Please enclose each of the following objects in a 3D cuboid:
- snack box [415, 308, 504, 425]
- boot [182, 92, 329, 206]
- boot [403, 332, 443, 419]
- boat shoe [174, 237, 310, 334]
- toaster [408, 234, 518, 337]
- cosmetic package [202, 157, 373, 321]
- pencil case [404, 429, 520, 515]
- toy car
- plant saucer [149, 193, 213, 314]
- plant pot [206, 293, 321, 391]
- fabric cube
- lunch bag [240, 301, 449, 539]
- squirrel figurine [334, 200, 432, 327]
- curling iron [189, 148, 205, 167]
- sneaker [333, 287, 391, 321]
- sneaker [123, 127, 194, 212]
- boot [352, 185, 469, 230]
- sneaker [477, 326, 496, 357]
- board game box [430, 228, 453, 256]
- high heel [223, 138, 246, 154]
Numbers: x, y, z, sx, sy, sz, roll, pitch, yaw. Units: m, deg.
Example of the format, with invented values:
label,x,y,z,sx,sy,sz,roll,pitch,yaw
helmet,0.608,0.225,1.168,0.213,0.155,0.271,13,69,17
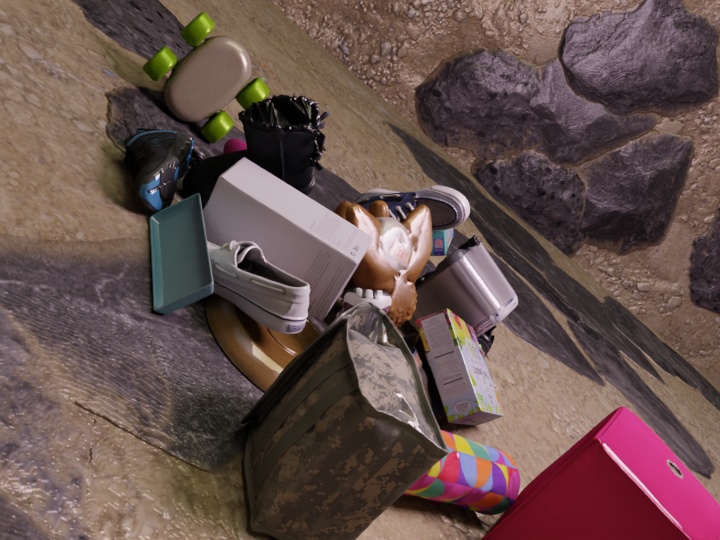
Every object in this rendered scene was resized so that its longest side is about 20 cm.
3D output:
label,x,y,z,sx,sy,sz,roll,pitch,yaw
snack box,0.142,0.141,1.189,0.200,0.053,0.143,31,41,-69
boot,-0.141,-0.157,1.128,0.197,0.163,0.074,-4,63,-9
boot,0.069,0.148,1.174,0.200,0.074,0.097,-53,119,-81
boat shoe,-0.133,-0.002,0.973,0.199,0.066,0.073,28,23,24
toaster,0.158,0.041,1.350,0.129,0.200,0.114,52,37,2
cosmetic package,-0.099,-0.040,1.080,0.199,0.108,0.085,34,30,0
pencil case,0.103,0.230,0.986,0.200,0.088,0.089,27,22,-41
toy car,-0.263,-0.331,1.445,0.164,0.158,0.200,48,2,-21
plant saucer,-0.203,-0.021,0.963,0.200,0.070,0.019,-112,177,-53
plant pot,-0.092,0.084,1.005,0.200,0.028,0.200,38,18,-15
fabric cube,0.298,0.310,1.020,0.196,0.200,0.199,48,20,16
lunch bag,-0.027,0.133,0.798,0.117,0.164,0.200,35,18,-27
squirrel figurine,0.000,0.000,1.219,0.141,0.186,0.201,-11,93,-38
curling iron,-0.190,-0.127,1.221,0.199,0.026,0.050,33,-9,15
sneaker,-0.001,0.106,1.064,0.200,0.075,0.116,88,5,-68
sneaker,-0.271,-0.132,1.094,0.081,0.074,0.200,16,21,-8
boot,0.063,-0.080,1.297,0.090,0.199,0.073,-41,123,-44
sneaker,0.203,0.106,1.490,0.077,0.084,0.200,39,18,-12
board game box,0.049,-0.059,1.410,0.199,0.045,0.152,-1,14,10
high heel,-0.170,-0.136,1.278,0.200,0.067,0.096,55,11,25
